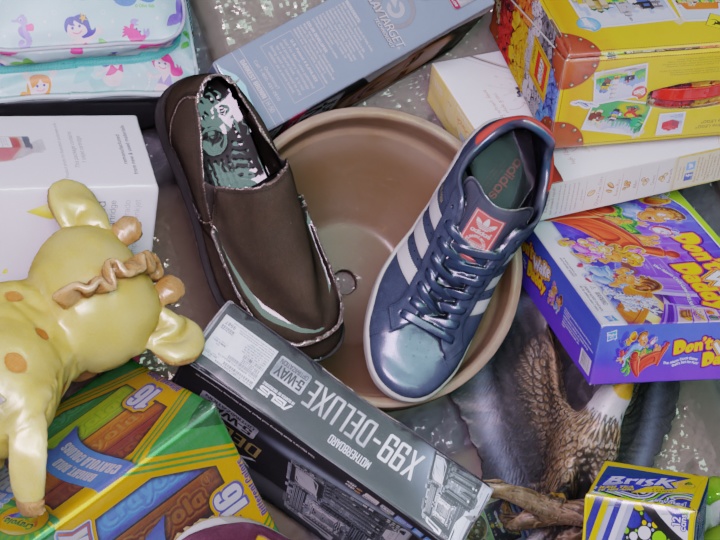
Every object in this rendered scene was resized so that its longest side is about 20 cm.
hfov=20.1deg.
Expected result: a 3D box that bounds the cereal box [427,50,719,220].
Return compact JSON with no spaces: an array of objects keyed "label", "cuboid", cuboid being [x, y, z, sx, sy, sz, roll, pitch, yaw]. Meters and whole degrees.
[{"label":"cereal box","cuboid":[0.164,-0.107,1.427,0.199,0.040,0.144,-13,47,-21]}]

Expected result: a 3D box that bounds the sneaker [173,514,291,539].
[{"label":"sneaker","cuboid":[-0.034,0.201,1.194,0.199,0.090,0.075,20,97,-45]}]

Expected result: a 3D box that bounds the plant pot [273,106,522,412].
[{"label":"plant pot","cuboid":[0.000,0.000,1.355,0.199,0.093,0.202,4,75,-15]}]

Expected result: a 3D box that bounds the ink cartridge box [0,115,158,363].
[{"label":"ink cartridge box","cuboid":[-0.234,-0.014,1.250,0.199,0.146,0.084,-2,38,-17]}]

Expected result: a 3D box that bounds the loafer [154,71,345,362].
[{"label":"loafer","cuboid":[-0.069,-0.034,1.257,0.073,0.071,0.201,-27,85,-19]}]

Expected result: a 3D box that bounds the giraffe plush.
[{"label":"giraffe plush","cuboid":[-0.189,0.033,1.158,0.162,0.199,0.173,-37,112,-34]}]

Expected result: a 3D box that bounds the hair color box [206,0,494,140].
[{"label":"hair color box","cuboid":[-0.015,-0.145,1.383,0.199,0.099,0.061,-32,87,-22]}]

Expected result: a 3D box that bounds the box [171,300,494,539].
[{"label":"box","cuboid":[-0.028,0.114,1.273,0.200,0.158,0.050,36,68,-1]}]

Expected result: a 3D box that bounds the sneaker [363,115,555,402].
[{"label":"sneaker","cuboid":[0.064,-0.013,1.279,0.075,0.084,0.201,26,78,-10]}]

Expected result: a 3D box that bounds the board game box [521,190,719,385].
[{"label":"board game box","cuboid":[0.182,0.004,1.367,0.134,0.200,0.045,-1,119,-18]}]

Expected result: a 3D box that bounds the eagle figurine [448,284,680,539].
[{"label":"eagle figurine","cuboid":[0.147,0.105,1.361,0.150,0.200,0.152,-29,121,17]}]

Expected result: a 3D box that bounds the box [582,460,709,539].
[{"label":"box","cuboid":[0.170,0.225,1.251,0.070,0.064,0.201,7,105,17]}]

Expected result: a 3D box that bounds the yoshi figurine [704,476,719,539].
[{"label":"yoshi figurine","cuboid":[0.233,0.237,1.314,0.112,0.112,0.201,-26,115,-46]}]

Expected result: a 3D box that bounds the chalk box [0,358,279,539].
[{"label":"chalk box","cuboid":[-0.169,0.167,1.223,0.200,0.125,0.124,-36,119,-23]}]

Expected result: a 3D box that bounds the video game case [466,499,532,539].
[{"label":"video game case","cuboid":[0.118,0.216,1.380,0.199,0.018,0.144,-18,83,-21]}]

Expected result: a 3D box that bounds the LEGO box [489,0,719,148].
[{"label":"LEGO box","cuboid":[0.207,-0.164,1.405,0.199,0.077,0.149,-5,42,-13]}]

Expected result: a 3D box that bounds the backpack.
[{"label":"backpack","cuboid":[-0.198,-0.198,1.320,0.176,0.151,0.201,-4,73,-17]}]
